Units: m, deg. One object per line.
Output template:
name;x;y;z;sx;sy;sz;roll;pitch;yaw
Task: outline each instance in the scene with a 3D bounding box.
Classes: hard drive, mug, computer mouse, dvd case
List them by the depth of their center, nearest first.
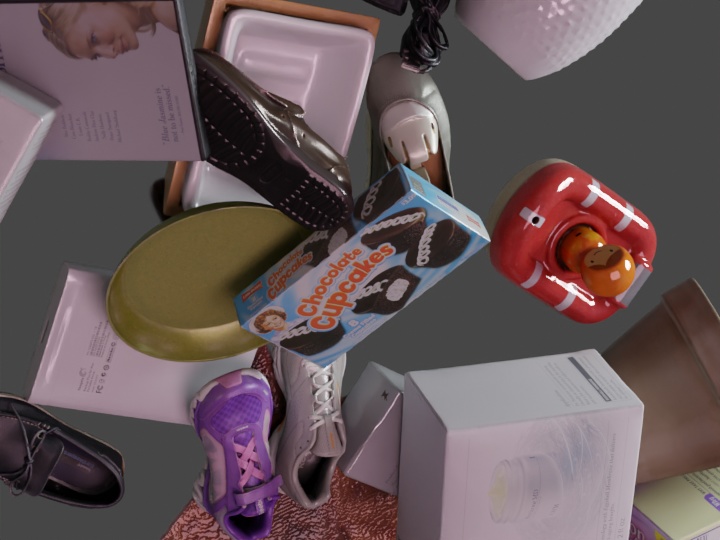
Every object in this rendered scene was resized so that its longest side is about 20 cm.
dvd case;-0.224;-0.154;1.344;0.200;0.018;0.143;2;120;17
computer mouse;-0.001;-0.263;1.435;0.053;0.139;0.200;-26;124;30
mug;0.154;-0.276;1.478;0.200;0.148;0.175;36;100;-29
hard drive;-0.193;0.071;1.533;0.200;0.026;0.132;11;107;-30

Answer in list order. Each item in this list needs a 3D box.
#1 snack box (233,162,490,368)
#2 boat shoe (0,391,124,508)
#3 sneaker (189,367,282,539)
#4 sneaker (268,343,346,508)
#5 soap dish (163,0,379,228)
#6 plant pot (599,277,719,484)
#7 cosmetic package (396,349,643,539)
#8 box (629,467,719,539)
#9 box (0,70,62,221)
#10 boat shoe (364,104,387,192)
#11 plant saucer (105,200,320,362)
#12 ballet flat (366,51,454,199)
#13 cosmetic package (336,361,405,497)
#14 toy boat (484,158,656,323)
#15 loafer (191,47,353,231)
snack box;0.000;0.000;1.463;0.200;0.037;0.116;-39;138;21
boat shoe;-0.293;0.163;1.505;0.200;0.062;0.075;27;101;-32
sneaker;-0.108;0.178;1.562;0.080;0.088;0.200;-14;135;-19
sneaker;-0.039;0.131;1.595;0.076;0.092;0.200;-2;107;-25
soap dish;-0.082;-0.139;1.458;0.157;0.081;0.200;5;110;-29
plant pot;0.312;0.134;1.736;0.173;0.200;0.200;-28;124;7
cosmetic package;0.148;0.198;1.609;0.200;0.123;0.200;-6;116;-15
box;0.376;0.244;1.809;0.200;0.176;0.097;-22;120;-16
box;-0.349;-0.075;1.306;0.152;0.106;0.200;30;99;-7
boat shoe;0.044;-0.073;1.564;0.072;0.060;0.202;-14;118;-20
plant saucer;-0.125;0.005;1.467;0.200;0.031;0.200;-12;141;-10
ballet flat;0.053;-0.094;1.486;0.067;0.064;0.200;-14;118;-1
cosmetic package;0.071;0.179;1.688;0.200;0.071;0.101;27;100;-34
toy boat;0.217;-0.017;1.635;0.200;0.131;0.131;30;97;-34
loafer;-0.085;-0.113;1.389;0.073;0.071;0.200;-30;120;30
